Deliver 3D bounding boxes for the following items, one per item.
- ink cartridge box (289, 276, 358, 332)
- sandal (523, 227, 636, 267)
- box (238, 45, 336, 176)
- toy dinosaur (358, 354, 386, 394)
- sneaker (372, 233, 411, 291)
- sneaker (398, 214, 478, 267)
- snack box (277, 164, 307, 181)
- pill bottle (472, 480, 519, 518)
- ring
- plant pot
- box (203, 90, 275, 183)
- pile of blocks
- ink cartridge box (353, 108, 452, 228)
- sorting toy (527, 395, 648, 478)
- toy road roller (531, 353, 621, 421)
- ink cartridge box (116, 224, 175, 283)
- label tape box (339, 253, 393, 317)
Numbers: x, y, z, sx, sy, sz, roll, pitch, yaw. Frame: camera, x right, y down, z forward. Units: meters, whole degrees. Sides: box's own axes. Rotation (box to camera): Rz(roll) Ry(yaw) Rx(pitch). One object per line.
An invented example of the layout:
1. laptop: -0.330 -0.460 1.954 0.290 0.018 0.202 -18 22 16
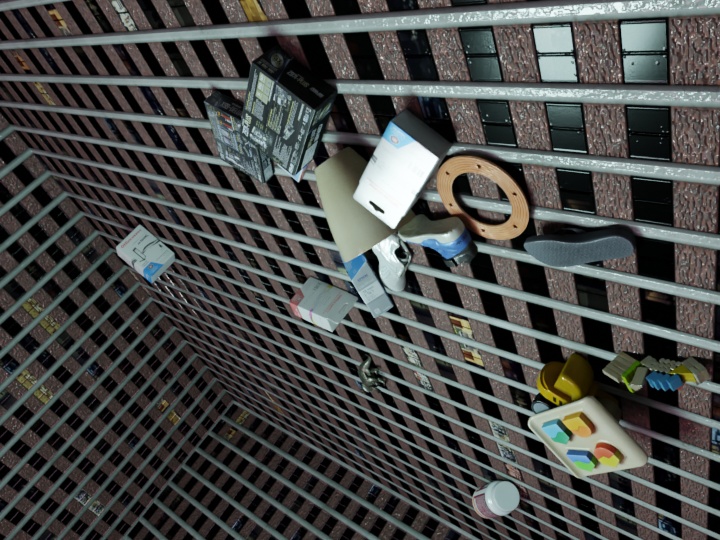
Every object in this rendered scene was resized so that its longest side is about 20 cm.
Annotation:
1. ink cartridge box: -0.105 0.108 1.886 0.198 0.117 0.068 21 148 34
2. sandal: 0.391 -0.047 1.107 0.197 0.043 0.076 -2 140 40
3. box: -0.156 -0.329 1.297 0.163 0.086 0.201 37 143 7
4. toy dinosaur: 0.028 0.370 2.156 0.101 0.078 0.201 8 143 35
5. sneaker: 0.085 -0.016 1.508 0.079 0.071 0.202 17 144 33
6. sneaker: 0.168 -0.058 1.328 0.112 0.077 0.198 49 156 -26
7. snack box: -0.150 -0.285 1.455 0.072 0.024 0.200 39 153 3
8. pill bottle: 0.479 0.807 2.188 0.113 0.115 0.201 36 153 7
9. ring: 0.234 -0.140 1.185 0.198 0.019 0.202 31 153 18
10. plant pot: -0.010 -0.153 1.331 0.202 0.186 0.187 57 151 -5
11. box: -0.300 -0.330 1.554 0.156 0.050 0.201 30 151 20
12. pile of blocks: 0.576 0.214 1.203 0.198 0.082 0.062 -4 130 54
13. ink cartridge box: 0.076 -0.192 1.198 0.115 0.067 0.201 37 136 5
14. sorting toy: 0.481 0.369 1.336 0.185 0.036 0.200 46 142 1
15. toy road roller: 0.489 0.279 1.379 0.198 0.123 0.148 30 140 19
16. ink cartridge box: -0.908 -0.071 2.624 0.199 0.147 0.084 38 154 2
17. label tape box: 0.000 0.000 1.573 0.201 0.065 0.144 57 -176 -33
